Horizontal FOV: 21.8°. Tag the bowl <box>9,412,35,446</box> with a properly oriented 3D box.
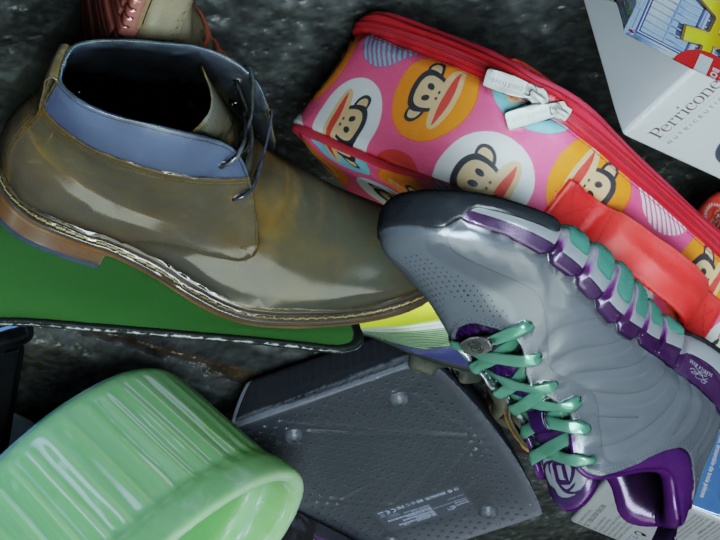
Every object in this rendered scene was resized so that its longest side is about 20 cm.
[{"bbox_3d":[-0.263,0.162,1.074,0.200,0.091,0.202,-5,142,-4],"label":"bowl"}]

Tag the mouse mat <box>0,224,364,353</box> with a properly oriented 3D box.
[{"bbox_3d":[-0.104,-0.004,0.841,0.199,0.161,0.008,4,111,-10],"label":"mouse mat"}]

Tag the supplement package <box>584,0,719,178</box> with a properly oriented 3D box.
[{"bbox_3d":[0.209,-0.098,0.820,0.199,0.110,0.114,19,133,-31],"label":"supplement package"}]

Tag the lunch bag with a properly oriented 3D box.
[{"bbox_3d":[0.082,-0.027,0.832,0.200,0.176,0.082,36,85,-40],"label":"lunch bag"}]

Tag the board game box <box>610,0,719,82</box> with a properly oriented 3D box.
[{"bbox_3d":[0.092,-0.150,0.657,0.199,0.201,0.062,1,142,-13],"label":"board game box"}]

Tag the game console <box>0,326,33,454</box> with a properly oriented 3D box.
[{"bbox_3d":[-0.194,0.076,0.878,0.175,0.117,0.200,-16,-179,31],"label":"game console"}]

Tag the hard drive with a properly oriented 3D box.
[{"bbox_3d":[0.018,0.106,1.095,0.134,0.042,0.200,-20,142,14],"label":"hard drive"}]

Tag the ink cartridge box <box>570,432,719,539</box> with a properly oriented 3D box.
[{"bbox_3d":[0.231,0.135,1.056,0.199,0.077,0.137,23,162,4],"label":"ink cartridge box"}]

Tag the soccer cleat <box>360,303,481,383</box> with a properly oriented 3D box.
[{"bbox_3d":[0.000,0.000,0.953,0.199,0.065,0.084,14,119,-25],"label":"soccer cleat"}]

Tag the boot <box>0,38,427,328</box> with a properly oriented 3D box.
[{"bbox_3d":[-0.049,-0.033,0.760,0.199,0.075,0.097,12,149,-13],"label":"boot"}]

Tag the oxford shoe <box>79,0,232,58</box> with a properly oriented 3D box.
[{"bbox_3d":[-0.084,-0.099,0.802,0.074,0.071,0.200,1,152,-18],"label":"oxford shoe"}]

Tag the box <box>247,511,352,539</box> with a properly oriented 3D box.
[{"bbox_3d":[-0.048,0.199,1.169,0.143,0.036,0.200,-18,140,40],"label":"box"}]

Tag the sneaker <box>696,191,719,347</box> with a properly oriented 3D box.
[{"bbox_3d":[0.193,-0.003,0.949,0.093,0.070,0.200,43,160,-14],"label":"sneaker"}]

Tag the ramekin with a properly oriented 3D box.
[{"bbox_3d":[-0.134,0.145,0.983,0.200,0.098,0.200,-42,163,-16],"label":"ramekin"}]

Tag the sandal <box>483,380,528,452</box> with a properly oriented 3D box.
[{"bbox_3d":[0.112,0.070,1.008,0.081,0.055,0.200,-28,166,2],"label":"sandal"}]

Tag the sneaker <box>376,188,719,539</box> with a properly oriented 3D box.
[{"bbox_3d":[0.080,0.043,0.747,0.200,0.088,0.074,32,155,-32],"label":"sneaker"}]
